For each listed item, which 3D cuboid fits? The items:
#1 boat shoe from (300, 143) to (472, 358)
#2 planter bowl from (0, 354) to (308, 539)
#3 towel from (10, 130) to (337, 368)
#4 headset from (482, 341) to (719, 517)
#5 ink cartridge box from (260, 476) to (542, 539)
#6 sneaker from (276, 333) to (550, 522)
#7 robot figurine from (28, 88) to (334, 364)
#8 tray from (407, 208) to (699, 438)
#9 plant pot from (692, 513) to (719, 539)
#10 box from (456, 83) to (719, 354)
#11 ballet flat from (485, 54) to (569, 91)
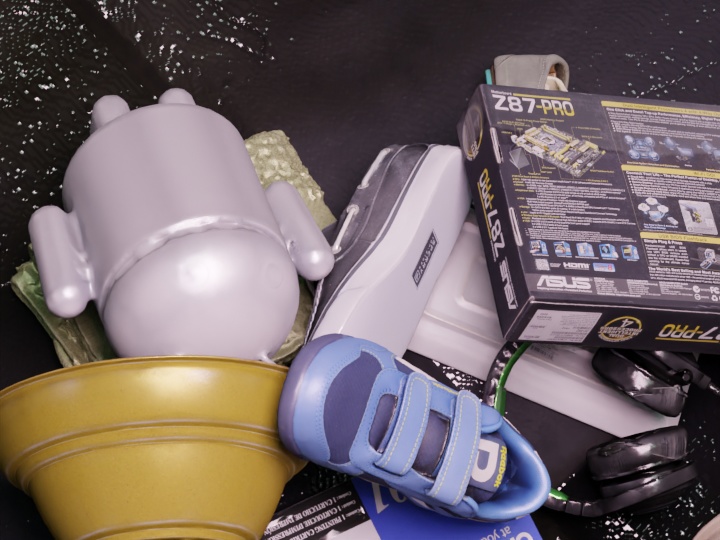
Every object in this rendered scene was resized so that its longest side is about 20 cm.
[{"bbox_3d":[0.000,0.000,1.298,0.067,0.072,0.201,10,55,27],"label":"boat shoe"},{"bbox_3d":[-0.109,0.117,1.197,0.198,0.201,0.084,-1,68,-11],"label":"planter bowl"},{"bbox_3d":[-0.096,0.008,1.334,0.199,0.037,0.149,-30,76,-19],"label":"towel"},{"bbox_3d":[0.170,0.087,1.306,0.198,0.094,0.125,4,89,8],"label":"headset"},{"bbox_3d":[0.002,0.172,1.282,0.199,0.044,0.095,-23,75,-18],"label":"ink cartridge box"},{"bbox_3d":[0.032,0.088,1.192,0.082,0.199,0.075,16,83,40],"label":"sneaker"},{"bbox_3d":[-0.101,-0.014,1.244,0.168,0.113,0.201,-10,50,-16],"label":"robot figurine"},{"bbox_3d":[0.118,0.029,1.375,0.199,0.022,0.108,22,67,-1],"label":"tray"},{"bbox_3d":[0.198,0.252,1.176,0.183,0.201,0.201,-27,74,-40],"label":"plant pot"},{"bbox_3d":[0.167,-0.030,1.301,0.198,0.049,0.162,3,55,-20],"label":"box"},{"bbox_3d":[0.112,-0.057,1.362,0.063,0.068,0.201,-6,53,7],"label":"ballet flat"}]
